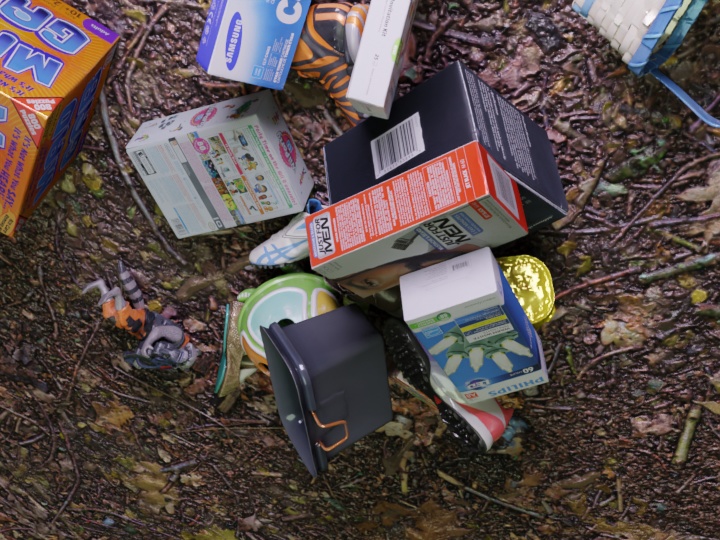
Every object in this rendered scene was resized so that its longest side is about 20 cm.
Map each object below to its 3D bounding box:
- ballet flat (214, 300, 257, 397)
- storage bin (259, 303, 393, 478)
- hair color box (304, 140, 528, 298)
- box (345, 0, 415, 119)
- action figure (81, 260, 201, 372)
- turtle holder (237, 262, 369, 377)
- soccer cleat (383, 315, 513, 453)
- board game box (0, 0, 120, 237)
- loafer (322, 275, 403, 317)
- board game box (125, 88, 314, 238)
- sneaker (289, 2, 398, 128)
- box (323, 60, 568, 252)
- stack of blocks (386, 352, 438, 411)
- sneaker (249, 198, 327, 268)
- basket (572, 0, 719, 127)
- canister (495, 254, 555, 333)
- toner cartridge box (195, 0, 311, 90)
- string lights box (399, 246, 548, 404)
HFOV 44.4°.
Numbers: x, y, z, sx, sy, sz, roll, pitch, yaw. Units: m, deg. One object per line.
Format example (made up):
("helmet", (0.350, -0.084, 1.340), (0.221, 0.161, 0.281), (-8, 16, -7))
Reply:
("ballet flat", (-0.185, 0.129, 1.361), (0.064, 0.071, 0.202), (7, 136, -10))
("storage bin", (-0.032, 0.148, 1.133), (0.133, 0.146, 0.203), (-23, 130, -17))
("hair color box", (0.056, -0.045, 0.890), (0.197, 0.065, 0.110), (-21, 153, 25))
("box", (0.033, -0.256, 0.859), (0.040, 0.156, 0.204), (16, 96, 2))
("action figure", (-0.315, 0.085, 1.336), (0.198, 0.106, 0.193), (-4, 138, 51))
("turtle holder", (-0.076, 0.081, 1.231), (0.182, 0.132, 0.143), (-8, 126, -15))
("soccer cleat", (0.107, 0.128, 1.091), (0.201, 0.073, 0.068), (51, 152, 2))
("board game box", (-0.440, -0.210, 1.054), (0.198, 0.201, 0.201), (28, 130, -10))
("loafer", (0.000, 0.000, 1.091), (0.071, 0.074, 0.199), (26, 175, -29))
("board game box", (-0.180, -0.133, 1.139), (0.197, 0.065, 0.149), (-9, 127, 23))
("sneaker", (-0.024, -0.223, 1.024), (0.110, 0.078, 0.202), (12, 139, 25))
("box", (0.096, -0.101, 0.999), (0.198, 0.126, 0.195), (-27, 147, 32))
("stack of blocks", (0.096, 0.149, 1.215), (0.114, 0.059, 0.200), (33, 173, -2))
("sneaker", (-0.076, -0.053, 1.184), (0.198, 0.072, 0.074), (-21, 92, 35))
("basket", (0.320, -0.258, 0.832), (0.200, 0.138, 0.177), (45, 134, 17))
("canister", (0.162, 0.058, 1.123), (0.146, 0.088, 0.200), (-8, 161, 3))
("toner cartridge box", (-0.098, -0.298, 0.921), (0.094, 0.043, 0.203), (5, 117, -34))
("string lights box", (0.127, 0.065, 0.959), (0.101, 0.060, 0.200), (-19, 140, 18))
